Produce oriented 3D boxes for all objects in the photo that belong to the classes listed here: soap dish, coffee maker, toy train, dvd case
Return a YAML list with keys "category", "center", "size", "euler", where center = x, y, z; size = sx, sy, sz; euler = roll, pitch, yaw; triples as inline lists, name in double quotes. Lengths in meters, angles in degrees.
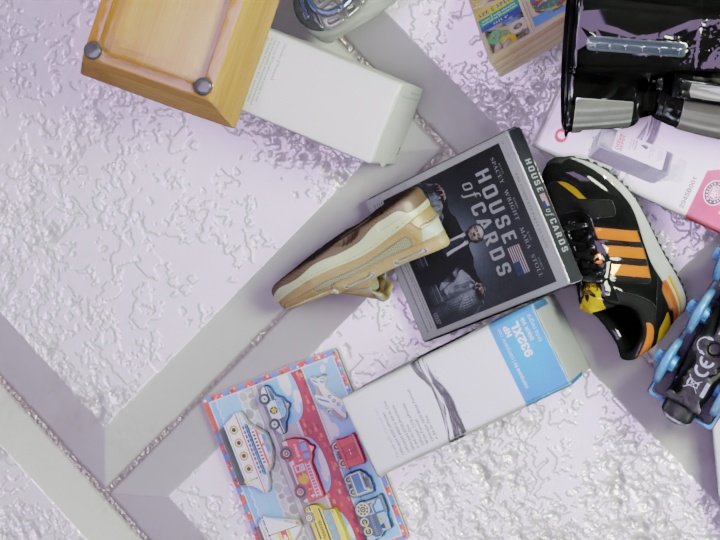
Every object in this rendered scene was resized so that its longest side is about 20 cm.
- category: "soap dish"
  center: [-0.157, -0.248, 1.614]
  size: [0.157, 0.081, 0.200]
  euler: [20, 96, 10]
- category: "coffee maker"
  center: [0.272, -0.202, 1.510]
  size: [0.200, 0.135, 0.192]
  euler: [6, 78, 2]
- category: "toy train"
  center: [0.334, 0.049, 1.607]
  size: [0.087, 0.114, 0.200]
  euler: [31, 100, 15]
- category: "dvd case"
  center: [0.102, -0.030, 1.654]
  size: [0.200, 0.025, 0.150]
  euler: [-25, 87, 47]

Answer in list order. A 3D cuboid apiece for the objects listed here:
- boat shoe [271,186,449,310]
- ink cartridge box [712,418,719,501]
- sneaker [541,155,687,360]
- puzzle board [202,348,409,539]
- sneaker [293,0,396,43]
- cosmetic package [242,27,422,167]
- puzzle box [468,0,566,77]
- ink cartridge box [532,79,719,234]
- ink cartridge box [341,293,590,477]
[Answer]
- category: "boat shoe"
  center: [0.000, 0.000, 1.690]
  size: [0.200, 0.072, 0.076]
  euler: [-31, 99, 38]
- category: "ink cartridge box"
  center: [0.411, 0.220, 1.637]
  size: [0.161, 0.050, 0.200]
  euler: [-6, 91, 14]
- category: "sneaker"
  center: [0.219, -0.009, 1.607]
  size: [0.070, 0.090, 0.200]
  euler: [-10, 123, 49]
- category: "puzzle board"
  center: [-0.056, 0.195, 1.764]
  size: [0.151, 0.017, 0.200]
  euler: [-22, 88, 14]
- category: "sneaker"
  center: [0.022, -0.286, 1.682]
  size: [0.200, 0.087, 0.075]
  euler: [-33, 79, -5]
- category: "cosmetic package"
  center: [-0.053, -0.172, 1.689]
  size: [0.200, 0.108, 0.085]
  euler: [22, 97, 10]
- category: "puzzle box"
  center: [0.195, -0.267, 1.618]
  size: [0.200, 0.133, 0.025]
  euler: [-29, 127, 14]
- category: "ink cartridge box"
  center: [0.276, -0.137, 1.624]
  size: [0.200, 0.085, 0.146]
  euler: [26, 99, 13]
- category: "ink cartridge box"
  center: [0.099, 0.104, 1.653]
  size: [0.200, 0.145, 0.084]
  euler: [-27, 87, 14]
